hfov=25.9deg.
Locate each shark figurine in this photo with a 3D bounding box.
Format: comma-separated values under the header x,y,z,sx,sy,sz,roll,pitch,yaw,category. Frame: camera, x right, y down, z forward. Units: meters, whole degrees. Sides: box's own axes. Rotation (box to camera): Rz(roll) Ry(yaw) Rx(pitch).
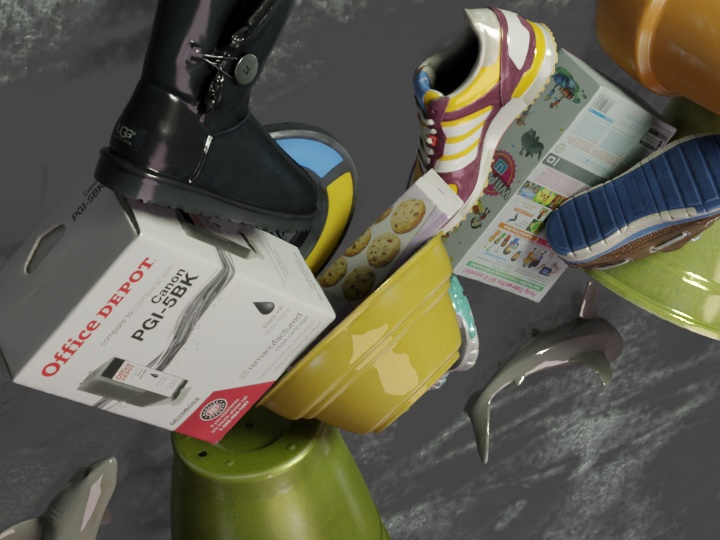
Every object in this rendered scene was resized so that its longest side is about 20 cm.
x,y,z,sx,sy,sz,roll,pitch,yaw,category
0.199,0.098,1.554,0.214,0.090,0.129,-24,143,-26,shark figurine
-0.229,0.260,1.330,0.128,0.090,0.215,-30,143,-13,shark figurine

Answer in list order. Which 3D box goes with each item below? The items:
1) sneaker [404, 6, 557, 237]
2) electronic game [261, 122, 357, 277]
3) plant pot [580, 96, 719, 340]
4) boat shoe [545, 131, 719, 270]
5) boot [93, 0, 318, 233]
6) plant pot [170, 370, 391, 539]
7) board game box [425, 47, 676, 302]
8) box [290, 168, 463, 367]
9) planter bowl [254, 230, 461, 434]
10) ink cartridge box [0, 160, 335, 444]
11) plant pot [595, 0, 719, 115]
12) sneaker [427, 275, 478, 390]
x,y,z,sx,sy,sz,roll,pitch,yaw,category
0.066,-0.116,1.212,0.090,0.075,0.201,11,120,-34,sneaker
-0.087,-0.027,1.177,0.199,0.042,0.201,-26,145,-21,electronic game
0.312,-0.062,1.423,0.200,0.200,0.185,6,114,-48,plant pot
0.257,-0.056,1.314,0.199,0.073,0.072,-20,151,20,boat shoe
-0.072,-0.118,1.027,0.200,0.076,0.169,10,107,-52,boot
-0.081,0.193,1.327,0.200,0.200,0.194,-27,132,-20,plant pot
0.161,-0.077,1.348,0.147,0.064,0.200,18,114,-51,board game box
0.000,0.000,1.232,0.200,0.041,0.039,-43,179,30,box
0.018,0.067,1.215,0.200,0.084,0.200,-42,178,-2,planter bowl
-0.140,0.028,1.097,0.147,0.083,0.200,-47,139,17,ink cartridge box
0.323,-0.197,1.259,0.199,0.183,0.201,-26,144,-21,plant pot
0.040,0.067,1.350,0.091,0.078,0.200,-13,160,-18,sneaker
